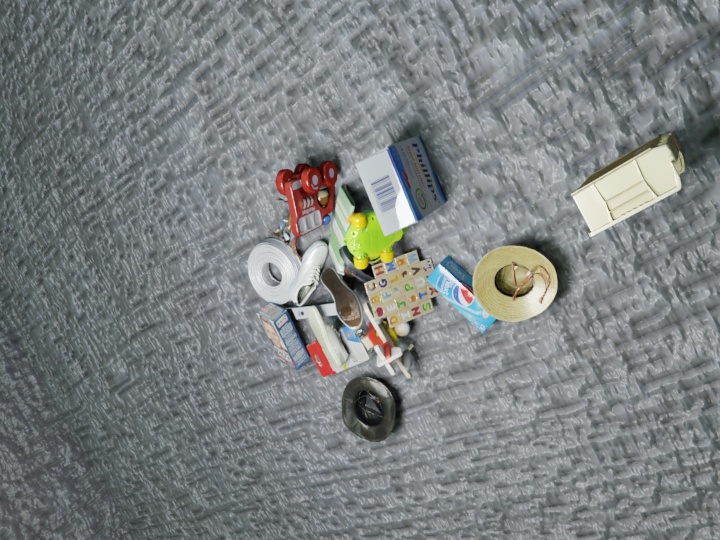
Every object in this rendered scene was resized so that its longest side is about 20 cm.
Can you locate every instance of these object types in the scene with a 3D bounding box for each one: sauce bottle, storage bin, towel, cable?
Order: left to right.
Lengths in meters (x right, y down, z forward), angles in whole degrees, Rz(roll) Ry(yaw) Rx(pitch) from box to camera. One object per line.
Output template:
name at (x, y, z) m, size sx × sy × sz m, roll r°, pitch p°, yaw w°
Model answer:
cable at (-0.256, 0.003, 1.837) m, size 0.199 × 0.069 × 0.202 m, roll -38°, pitch 87°, yaw 35°
towel at (-0.050, -0.111, 1.642) m, size 0.023 × 0.154 × 0.205 m, roll 3°, pitch 118°, yaw -17°
sauce bottle at (-0.023, -0.035, 1.687) m, size 0.063 × 0.064 × 0.205 m, roll 22°, pitch 121°, yaw 21°
storage bin at (0.543, -0.179, 1.206) m, size 0.196 × 0.199 × 0.095 m, roll -32°, pitch 90°, yaw 35°

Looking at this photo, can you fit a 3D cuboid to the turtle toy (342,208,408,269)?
turtle toy at (0.041, -0.100, 1.545) m, size 0.101 × 0.195 × 0.150 m, roll -134°, pitch 36°, yaw -54°

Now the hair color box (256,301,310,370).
hair color box at (-0.237, 0.203, 1.853) m, size 0.099 × 0.060 × 0.204 m, roll 18°, pitch 138°, yaw 47°

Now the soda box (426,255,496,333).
soda box at (0.268, 0.060, 1.542) m, size 0.199 × 0.068 × 0.065 m, roll 43°, pitch 124°, yaw 10°

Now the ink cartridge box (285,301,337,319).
ink cartridge box at (-0.119, 0.115, 1.777) m, size 0.195 × 0.098 × 0.041 m, roll -7°, pitch 92°, yaw 34°

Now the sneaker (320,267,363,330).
sneaker at (-0.036, 0.082, 1.643) m, size 0.072 × 0.085 × 0.202 m, roll -33°, pitch 57°, yaw 6°

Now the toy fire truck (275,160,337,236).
toy fire truck at (-0.131, -0.195, 1.607) m, size 0.109 × 0.199 × 0.173 m, roll 1°, pitch 109°, yaw 31°

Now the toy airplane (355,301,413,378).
toy airplane at (0.079, 0.188, 1.639) m, size 0.139 × 0.201 × 0.201 m, roll -34°, pitch 66°, yaw -6°

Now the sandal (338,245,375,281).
sandal at (0.000, 0.001, 1.612) m, size 0.042 × 0.199 × 0.078 m, roll -30°, pitch 51°, yaw 18°

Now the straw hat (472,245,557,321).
straw hat at (0.373, 0.019, 1.454) m, size 0.195 × 0.085 × 0.207 m, roll 6°, pitch 112°, yaw 15°

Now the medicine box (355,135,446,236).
medicine box at (0.102, -0.210, 1.460) m, size 0.101 × 0.199 × 0.186 m, roll -19°, pitch 98°, yaw 34°

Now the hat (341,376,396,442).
hat at (0.034, 0.404, 1.809) m, size 0.195 × 0.081 × 0.207 m, roll 6°, pitch 105°, yaw 23°

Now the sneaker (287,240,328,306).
sneaker at (-0.142, 0.014, 1.747) m, size 0.071 × 0.072 × 0.204 m, roll 46°, pitch 115°, yaw 45°

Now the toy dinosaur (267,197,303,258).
toy dinosaur at (-0.189, -0.169, 1.731) m, size 0.104 × 0.200 × 0.183 m, roll 31°, pitch 79°, yaw 33°

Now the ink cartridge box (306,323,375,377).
ink cartridge box at (-0.056, 0.232, 1.803) m, size 0.197 × 0.067 × 0.118 m, roll -27°, pitch 94°, yaw 35°

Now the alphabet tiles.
alphabet tiles at (0.112, 0.048, 1.579) m, size 0.006 × 0.195 × 0.171 m, roll -170°, pitch 62°, yaw -74°

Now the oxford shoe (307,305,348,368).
oxford shoe at (-0.092, 0.183, 1.719) m, size 0.075 × 0.057 × 0.204 m, roll 7°, pitch 127°, yaw 62°
